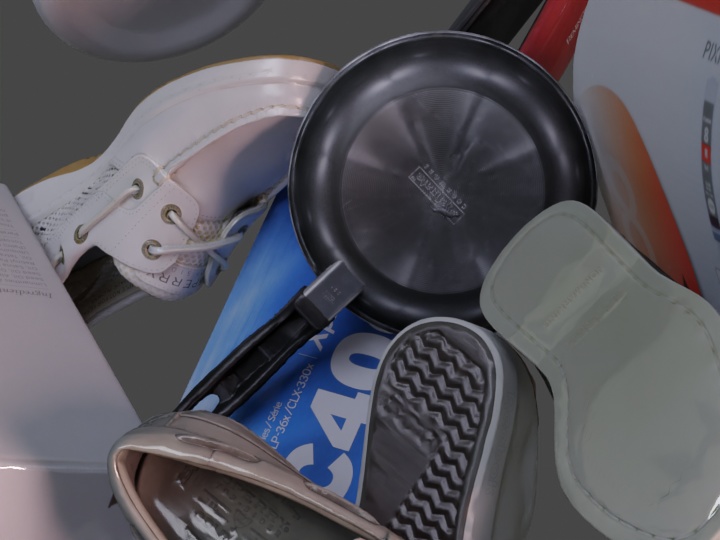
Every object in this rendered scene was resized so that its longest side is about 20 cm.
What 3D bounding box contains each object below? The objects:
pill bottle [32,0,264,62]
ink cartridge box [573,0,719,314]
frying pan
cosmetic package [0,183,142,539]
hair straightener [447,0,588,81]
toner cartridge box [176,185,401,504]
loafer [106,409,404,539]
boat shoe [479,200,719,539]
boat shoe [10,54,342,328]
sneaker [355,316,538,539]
[{"bbox_3d":[-0.113,-0.201,1.030,0.116,0.116,0.200,-27,56,8],"label":"pill bottle"},{"bbox_3d":[0.106,-0.070,0.782,0.050,0.201,0.162,-27,19,-6],"label":"ink cartridge box"},{"bbox_3d":[-0.005,-0.017,0.849,0.189,0.031,0.115,-21,95,3],"label":"frying pan"},{"bbox_3d":[-0.152,0.055,0.889,0.200,0.071,0.102,52,128,48],"label":"cosmetic package"},{"bbox_3d":[0.083,-0.160,0.968,0.077,0.041,0.201,19,72,30],"label":"hair straightener"},{"bbox_3d":[-0.023,0.067,0.891,0.095,0.043,0.201,13,69,31],"label":"toner cartridge box"},{"bbox_3d":[-0.003,0.116,0.755,0.200,0.070,0.070,33,96,18],"label":"loafer"},{"bbox_3d":[0.096,0.042,0.750,0.072,0.060,0.202,-45,26,9],"label":"boat shoe"},{"bbox_3d":[-0.074,-0.020,0.919,0.200,0.071,0.070,-31,55,43],"label":"boat shoe"},{"bbox_3d":[0.026,0.121,0.829,0.073,0.085,0.201,17,88,24],"label":"sneaker"}]
